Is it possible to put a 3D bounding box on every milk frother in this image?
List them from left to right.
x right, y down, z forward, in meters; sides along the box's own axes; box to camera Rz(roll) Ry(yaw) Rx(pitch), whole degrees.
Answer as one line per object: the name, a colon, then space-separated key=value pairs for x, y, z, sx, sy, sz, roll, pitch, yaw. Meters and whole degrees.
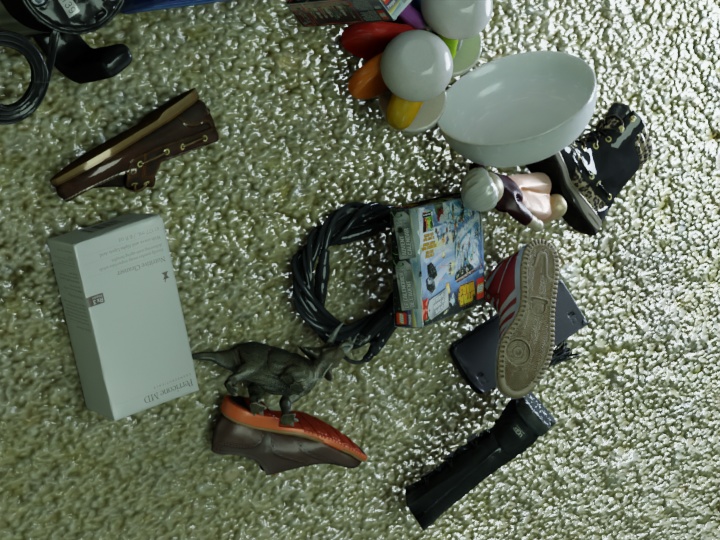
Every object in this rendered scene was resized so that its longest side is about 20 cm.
milk frother: x=-0.343 y=-0.247 z=1.491 sx=0.199 sy=0.188 sz=0.182 roll=-23 pitch=106 yaw=-27

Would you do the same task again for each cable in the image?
cable: x=0.000 y=0.000 z=1.822 sx=0.163 sy=0.051 sz=0.201 roll=44 pitch=69 yaw=-20

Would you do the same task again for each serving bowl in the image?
serving bowl: x=0.193 y=-0.185 z=1.835 sx=0.200 sy=0.199 sz=0.066 roll=-37 pitch=129 yaw=-22

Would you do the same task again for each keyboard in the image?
keyboard: x=0.208 y=0.098 z=1.975 sx=0.199 sy=0.040 sz=0.105 roll=-30 pitch=87 yaw=-24

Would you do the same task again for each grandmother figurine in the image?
grandmother figurine: x=0.179 y=-0.097 z=1.859 sx=0.199 sy=0.121 sz=0.061 roll=0 pitch=123 yaw=-61

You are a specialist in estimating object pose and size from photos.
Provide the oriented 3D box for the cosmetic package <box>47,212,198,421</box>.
cosmetic package: x=-0.257 y=0.049 z=1.644 sx=0.112 sy=0.081 sz=0.202 roll=-21 pitch=106 yaw=-30

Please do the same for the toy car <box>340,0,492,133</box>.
toy car: x=0.058 y=-0.271 z=1.774 sx=0.149 sy=0.175 sz=0.201 roll=32 pitch=77 yaw=7

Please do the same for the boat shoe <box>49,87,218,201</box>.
boat shoe: x=-0.239 y=-0.122 z=1.639 sx=0.199 sy=0.070 sz=0.071 roll=-34 pitch=108 yaw=-24

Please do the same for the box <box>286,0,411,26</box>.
box: x=0.016 y=-0.335 z=1.695 sx=0.137 sy=0.199 sz=0.040 roll=-50 pitch=118 yaw=-17

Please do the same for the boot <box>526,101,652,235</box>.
boot: x=0.294 y=-0.162 z=1.964 sx=0.151 sy=0.073 sz=0.200 roll=-47 pitch=121 yaw=-17

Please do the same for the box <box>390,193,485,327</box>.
box: x=0.095 y=-0.016 z=1.815 sx=0.200 sy=0.040 sz=0.138 roll=-16 pitch=105 yaw=-63

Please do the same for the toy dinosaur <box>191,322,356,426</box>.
toy dinosaur: x=-0.106 y=0.118 z=1.744 sx=0.198 sy=0.103 sz=0.078 roll=1 pitch=121 yaw=3

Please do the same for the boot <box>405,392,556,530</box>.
boot: x=0.148 y=0.234 z=1.896 sx=0.200 sy=0.165 sz=0.066 roll=-43 pitch=82 yaw=8

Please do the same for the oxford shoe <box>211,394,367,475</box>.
oxford shoe: x=-0.085 y=0.207 z=1.785 sx=0.199 sy=0.071 sz=0.073 roll=20 pitch=98 yaw=-24

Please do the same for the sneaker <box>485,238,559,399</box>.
sneaker: x=0.192 y=0.068 z=1.894 sx=0.071 sy=0.112 sz=0.202 roll=18 pitch=73 yaw=-16

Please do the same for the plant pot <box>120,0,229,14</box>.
plant pot: x=-0.150 y=-0.381 z=1.595 sx=0.198 sy=0.199 sz=0.182 roll=-14 pitch=97 yaw=-29
